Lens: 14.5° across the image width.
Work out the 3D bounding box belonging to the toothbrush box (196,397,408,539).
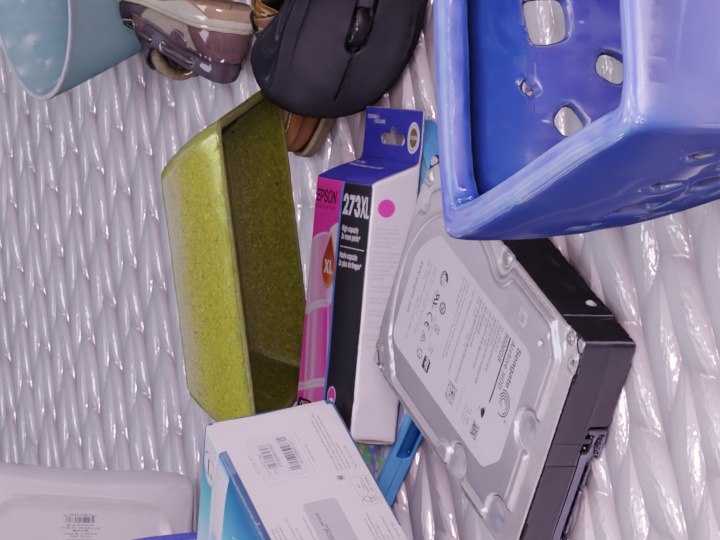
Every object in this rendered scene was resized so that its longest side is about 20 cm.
[{"bbox_3d":[-0.037,0.201,1.672,0.146,0.085,0.200,-120,27,-43],"label":"toothbrush box"}]

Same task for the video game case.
[{"bbox_3d":[0.023,0.029,1.707,0.143,0.018,0.200,-107,30,-44],"label":"video game case"}]

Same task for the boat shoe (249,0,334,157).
[{"bbox_3d":[-0.041,-0.169,1.841,0.072,0.068,0.200,-124,41,-55],"label":"boat shoe"}]

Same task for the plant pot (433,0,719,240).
[{"bbox_3d":[0.148,-0.121,1.191,0.200,0.180,0.200,151,121,-65],"label":"plant pot"}]

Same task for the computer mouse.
[{"bbox_3d":[-0.016,-0.139,1.714,0.200,0.138,0.053,116,151,-64],"label":"computer mouse"}]

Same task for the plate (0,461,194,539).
[{"bbox_3d":[-0.205,0.236,2.009,0.032,0.199,0.200,-24,64,60],"label":"plate"}]

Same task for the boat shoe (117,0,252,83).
[{"bbox_3d":[-0.134,-0.173,2.082,0.200,0.072,0.065,18,98,62],"label":"boat shoe"}]

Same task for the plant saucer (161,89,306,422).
[{"bbox_3d":[-0.079,-0.006,1.760,0.200,0.048,0.200,-50,-46,-76],"label":"plant saucer"}]

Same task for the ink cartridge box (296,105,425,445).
[{"bbox_3d":[0.000,0.000,1.705,0.095,0.037,0.200,-167,84,-68],"label":"ink cartridge box"}]

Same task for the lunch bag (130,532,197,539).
[{"bbox_3d":[-0.147,0.274,1.880,0.124,0.200,0.170,73,-177,-54],"label":"lunch bag"}]

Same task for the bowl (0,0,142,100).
[{"bbox_3d":[-0.218,-0.239,2.232,0.201,0.105,0.201,171,90,-66],"label":"bowl"}]

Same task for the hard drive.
[{"bbox_3d":[0.072,0.044,1.527,0.200,0.038,0.140,54,136,50],"label":"hard drive"}]
